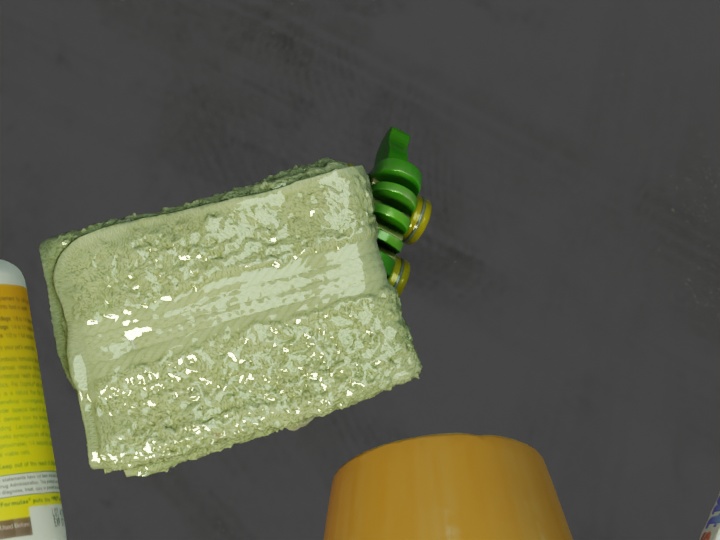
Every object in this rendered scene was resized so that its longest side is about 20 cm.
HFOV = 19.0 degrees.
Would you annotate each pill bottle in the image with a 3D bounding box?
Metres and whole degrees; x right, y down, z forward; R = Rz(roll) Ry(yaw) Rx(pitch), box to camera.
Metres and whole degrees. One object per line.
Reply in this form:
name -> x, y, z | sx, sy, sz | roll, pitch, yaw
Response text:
pill bottle -> -0.223, 0.064, 1.139 | 0.109, 0.109, 0.201 | -7, 82, -24

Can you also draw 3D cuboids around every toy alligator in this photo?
toy alligator -> 0.000, 0.000, 1.277 | 0.059, 0.054, 0.201 | 26, 70, -16

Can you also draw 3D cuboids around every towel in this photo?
towel -> -0.074, 0.026, 1.224 | 0.199, 0.036, 0.149 | -16, 86, -7

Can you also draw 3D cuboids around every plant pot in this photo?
plant pot -> 0.051, 0.198, 1.195 | 0.199, 0.200, 0.184 | 6, 61, -22

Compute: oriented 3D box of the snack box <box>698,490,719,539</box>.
snack box -> 0.263, 0.157, 1.372 | 0.072, 0.024, 0.201 | 33, 68, -13
